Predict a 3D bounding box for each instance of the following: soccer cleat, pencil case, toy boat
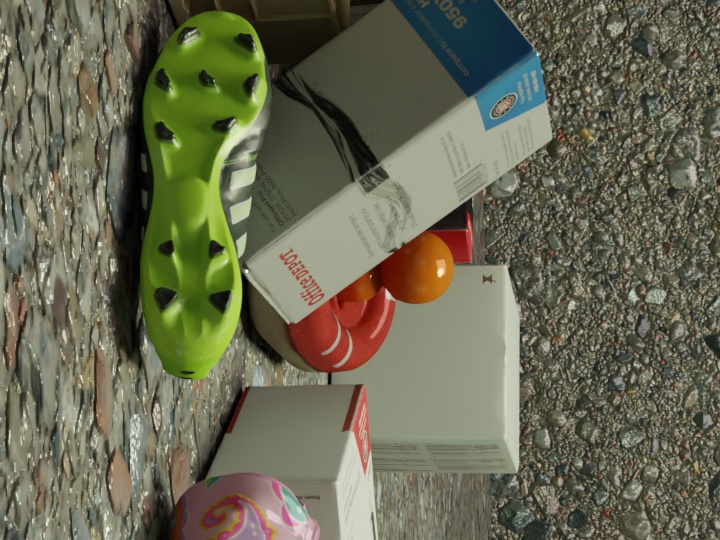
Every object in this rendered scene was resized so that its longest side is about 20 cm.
[{"bbox_3d":[-0.086,-0.041,0.910,0.081,0.067,0.201,111,-16,-63],"label":"soccer cleat"},{"bbox_3d":[-0.068,0.203,0.884,0.088,0.087,0.200,79,11,-48],"label":"pencil case"},{"bbox_3d":[0.000,0.000,1.216,0.200,0.130,0.131,55,35,-75],"label":"toy boat"}]

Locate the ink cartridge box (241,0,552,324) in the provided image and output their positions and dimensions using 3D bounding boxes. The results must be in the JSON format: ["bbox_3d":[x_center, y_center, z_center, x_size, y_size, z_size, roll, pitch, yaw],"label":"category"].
[{"bbox_3d":[0.005,-0.071,1.014,0.084,0.200,0.145,53,-2,17],"label":"ink cartridge box"}]

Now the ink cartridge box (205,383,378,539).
[{"bbox_3d":[-0.036,0.190,1.097,0.144,0.083,0.201,-71,159,-69],"label":"ink cartridge box"}]

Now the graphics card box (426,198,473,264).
[{"bbox_3d":[0.036,-0.099,1.502,0.051,0.125,0.201,76,16,-54],"label":"graphics card box"}]

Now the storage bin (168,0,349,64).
[{"bbox_3d":[-0.059,-0.245,0.986,0.199,0.093,0.201,73,19,-61],"label":"storage bin"}]

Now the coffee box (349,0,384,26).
[{"bbox_3d":[-0.008,-0.218,1.373,0.114,0.079,0.201,-75,162,-61],"label":"coffee box"}]

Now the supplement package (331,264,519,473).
[{"bbox_3d":[0.062,0.092,1.561,0.200,0.150,0.152,61,30,-73],"label":"supplement package"}]
